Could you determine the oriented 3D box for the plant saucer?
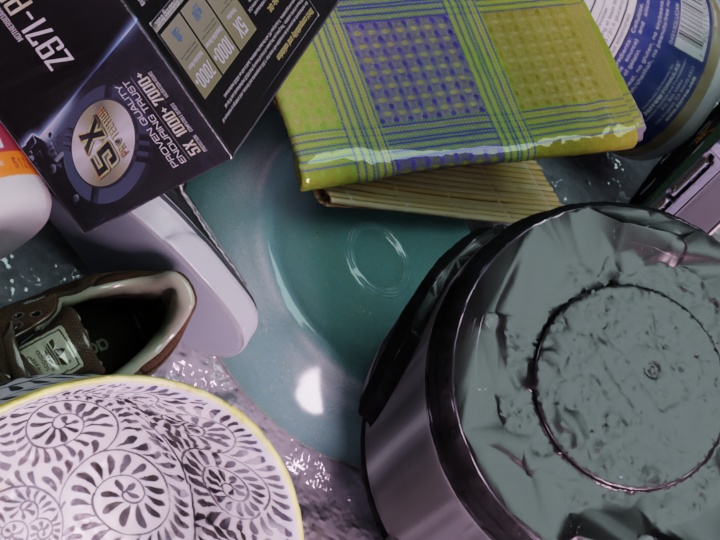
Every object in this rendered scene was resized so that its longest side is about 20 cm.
[{"bbox_3d":[0.000,0.000,1.005,0.199,0.036,0.202,22,53,-32],"label":"plant saucer"}]

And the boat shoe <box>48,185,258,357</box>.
[{"bbox_3d":[-0.113,-0.048,0.903,0.199,0.074,0.068,42,56,-6],"label":"boat shoe"}]

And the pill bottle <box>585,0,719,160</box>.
[{"bbox_3d":[0.109,-0.149,1.133,0.199,0.111,0.112,23,52,-30],"label":"pill bottle"}]

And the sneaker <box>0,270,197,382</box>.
[{"bbox_3d":[-0.150,0.041,0.816,0.199,0.075,0.071,-31,88,-47],"label":"sneaker"}]

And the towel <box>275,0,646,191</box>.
[{"bbox_3d":[0.040,-0.111,0.996,0.198,0.023,0.145,-10,65,-24],"label":"towel"}]

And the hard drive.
[{"bbox_3d":[0.199,-0.058,1.123,0.038,0.140,0.200,43,35,1],"label":"hard drive"}]

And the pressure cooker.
[{"bbox_3d":[0.089,0.078,0.903,0.174,0.200,0.181,2,73,-12],"label":"pressure cooker"}]

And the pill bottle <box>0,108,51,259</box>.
[{"bbox_3d":[-0.215,-0.090,0.809,0.109,0.109,0.202,-20,81,-46],"label":"pill bottle"}]

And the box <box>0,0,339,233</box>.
[{"bbox_3d":[-0.096,-0.144,0.831,0.164,0.086,0.201,54,33,-19],"label":"box"}]

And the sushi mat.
[{"bbox_3d":[0.030,-0.065,1.035,0.199,0.012,0.096,4,54,-47],"label":"sushi mat"}]

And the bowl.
[{"bbox_3d":[-0.129,0.114,0.756,0.199,0.203,0.094,10,16,-38],"label":"bowl"}]
